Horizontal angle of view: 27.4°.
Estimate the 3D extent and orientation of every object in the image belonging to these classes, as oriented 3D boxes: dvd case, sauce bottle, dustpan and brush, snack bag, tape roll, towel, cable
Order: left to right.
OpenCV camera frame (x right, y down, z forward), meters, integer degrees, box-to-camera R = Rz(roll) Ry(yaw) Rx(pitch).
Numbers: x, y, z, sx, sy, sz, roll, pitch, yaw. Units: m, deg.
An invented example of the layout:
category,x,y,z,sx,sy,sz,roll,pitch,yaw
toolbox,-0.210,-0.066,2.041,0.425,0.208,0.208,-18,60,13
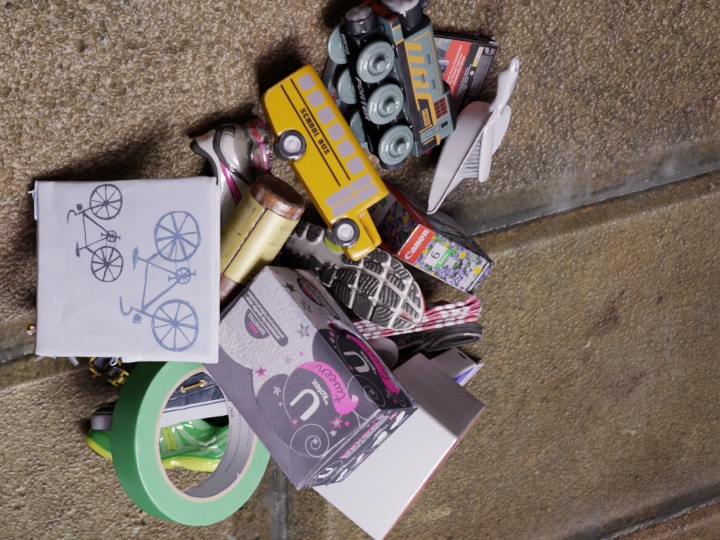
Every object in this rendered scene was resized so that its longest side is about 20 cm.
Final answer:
category,x,y,z,sx,sy,sz,roll,pitch,yaw
snack bag,-0.240,0.001,1.504,0.198,0.021,0.191,-1,87,6
tape roll,-0.183,0.179,1.632,0.199,0.048,0.203,-3,94,-47
sauce bottle,-0.134,-0.008,1.563,0.066,0.066,0.201,21,115,-39
towel,0.030,0.059,1.747,0.198,0.146,0.030,-9,91,-17
dvd case,0.047,-0.201,1.639,0.198,0.022,0.147,1,123,-32
cable,0.067,0.102,1.799,0.198,0.051,0.097,-5,155,30
dustpan and brush,0.138,-0.161,1.646,0.140,0.057,0.201,-44,150,-43

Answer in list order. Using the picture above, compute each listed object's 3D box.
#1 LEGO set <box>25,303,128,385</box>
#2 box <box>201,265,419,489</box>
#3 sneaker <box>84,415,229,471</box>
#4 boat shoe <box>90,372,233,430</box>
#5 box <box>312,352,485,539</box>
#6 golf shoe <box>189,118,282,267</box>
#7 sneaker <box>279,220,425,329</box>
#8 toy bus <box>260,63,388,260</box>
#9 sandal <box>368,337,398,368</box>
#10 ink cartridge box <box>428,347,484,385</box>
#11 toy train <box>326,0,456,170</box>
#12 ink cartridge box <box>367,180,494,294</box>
category,x,y,z,sx,sy,sz,roll,pitch,yaw
LEGO set,-0.252,0.048,1.588,0.199,0.116,0.154,-37,134,1
box,-0.059,0.110,1.551,0.132,0.200,0.115,-45,162,16
sneaker,-0.233,0.193,1.755,0.198,0.074,0.085,4,95,-28
boat shoe,-0.223,0.127,1.675,0.199,0.070,0.092,-7,92,-44
box,0.045,0.197,1.681,0.153,0.106,0.200,-54,172,13
golf shoe,-0.135,-0.069,1.607,0.091,0.073,0.202,-10,121,-7
sneaker,0.000,0.000,1.654,0.078,0.199,0.085,-62,153,9
toy bus,-0.035,-0.112,1.559,0.078,0.065,0.201,-32,96,-5
sandal,-0.041,0.118,1.788,0.201,0.050,0.082,-20,139,24
ink cartridge box,0.061,0.183,1.883,0.198,0.043,0.200,-48,168,13
toy train,0.037,-0.204,1.568,0.113,0.085,0.201,-33,132,-20
ink cartridge box,0.054,-0.050,1.695,0.199,0.109,0.051,26,107,-40
